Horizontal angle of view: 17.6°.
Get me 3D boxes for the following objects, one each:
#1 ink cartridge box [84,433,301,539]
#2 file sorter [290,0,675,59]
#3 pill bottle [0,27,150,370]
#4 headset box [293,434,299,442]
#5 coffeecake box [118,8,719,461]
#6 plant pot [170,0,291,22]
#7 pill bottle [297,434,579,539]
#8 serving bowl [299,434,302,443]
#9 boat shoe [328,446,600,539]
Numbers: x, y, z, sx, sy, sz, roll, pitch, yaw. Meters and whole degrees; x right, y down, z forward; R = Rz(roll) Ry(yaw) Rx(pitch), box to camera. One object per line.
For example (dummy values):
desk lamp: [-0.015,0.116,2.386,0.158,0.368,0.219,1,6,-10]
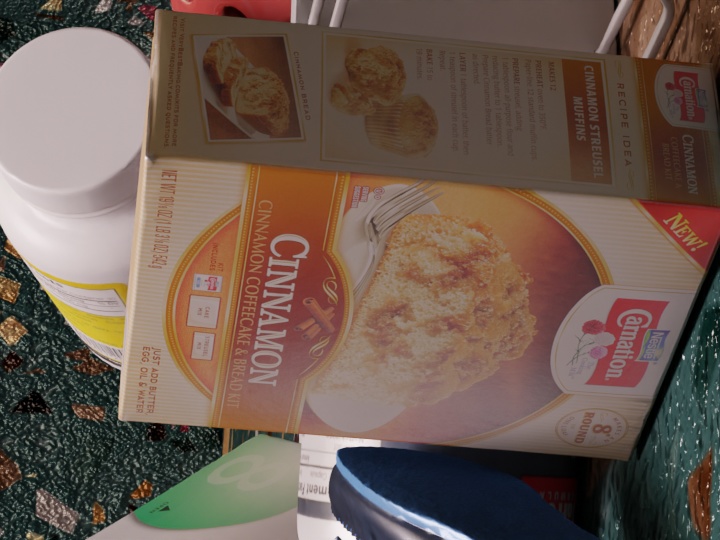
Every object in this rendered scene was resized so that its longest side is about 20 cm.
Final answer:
ink cartridge box: [-0.046,0.145,1.115,0.200,0.161,0.050,4,118,52]
file sorter: [0.050,-0.161,0.956,0.125,0.138,0.201,110,164,-57]
pill bottle: [-0.111,-0.032,1.105,0.200,0.111,0.112,70,-160,-66]
headset box: [-0.004,0.169,1.439,0.200,0.075,0.149,-103,19,-69]
coffeecake box: [0.017,-0.008,0.847,0.154,0.199,0.073,102,170,-50]
plant pot: [-0.005,-0.147,1.149,0.183,0.199,0.201,98,173,-47]
pill bottle: [0.034,0.078,0.990,0.120,0.119,0.201,160,114,-83]
serving bowl: [0.012,0.059,1.233,0.200,0.065,0.201,-169,90,-71]
boat shoe: [0.042,0.120,0.845,0.200,0.084,0.069,33,119,60]
